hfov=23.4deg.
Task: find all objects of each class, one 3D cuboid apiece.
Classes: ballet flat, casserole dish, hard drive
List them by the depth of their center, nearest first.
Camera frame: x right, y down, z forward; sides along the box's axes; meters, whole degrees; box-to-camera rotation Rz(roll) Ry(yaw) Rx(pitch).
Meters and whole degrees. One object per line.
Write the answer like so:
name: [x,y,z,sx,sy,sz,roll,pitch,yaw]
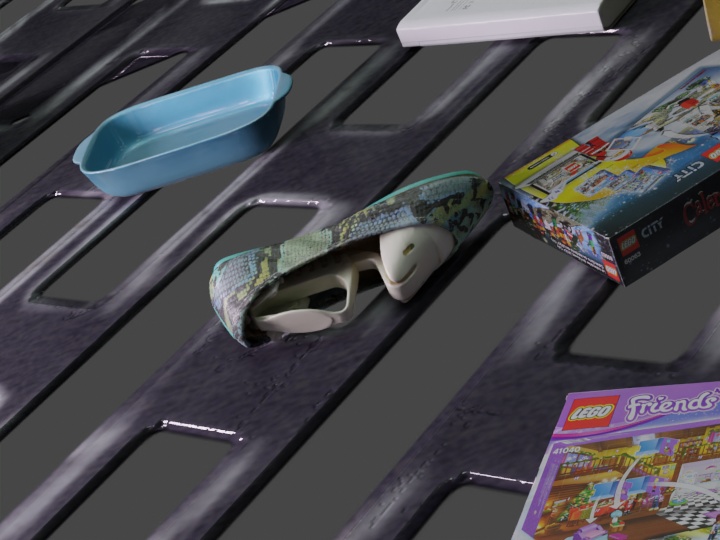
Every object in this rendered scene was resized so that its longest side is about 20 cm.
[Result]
ballet flat: [0.000,0.000,1.137,0.200,0.074,0.074,-22,28,7]
casserole dish: [-0.144,-0.113,1.457,0.200,0.039,0.121,-15,29,14]
hard drive: [0.144,-0.235,1.461,0.200,0.026,0.132,1,37,39]

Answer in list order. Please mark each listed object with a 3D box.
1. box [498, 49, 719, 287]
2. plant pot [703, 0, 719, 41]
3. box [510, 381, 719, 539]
box: [0.207,-0.073,1.119,0.200,0.038,0.137,-31,28,-13]
plant pot: [0.360,-0.289,1.232,0.200,0.196,0.194,6,39,29]
box: [0.178,0.107,0.825,0.200,0.039,0.137,-7,33,29]
